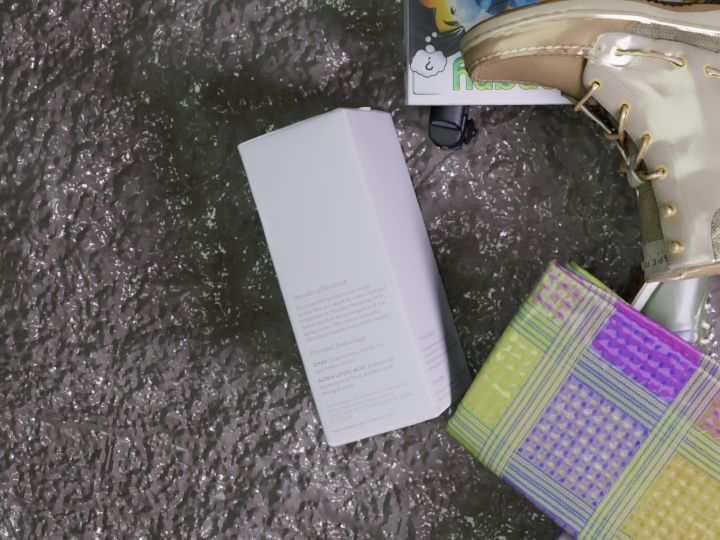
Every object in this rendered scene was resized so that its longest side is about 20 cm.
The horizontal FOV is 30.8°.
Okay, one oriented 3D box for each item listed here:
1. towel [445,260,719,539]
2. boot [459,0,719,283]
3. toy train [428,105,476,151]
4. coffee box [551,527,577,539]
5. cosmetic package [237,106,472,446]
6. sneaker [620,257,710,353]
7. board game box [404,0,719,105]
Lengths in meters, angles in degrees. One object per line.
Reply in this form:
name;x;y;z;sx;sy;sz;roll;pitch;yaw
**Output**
towel;0.164;0.103;0.793;0.199;0.023;0.145;34;108;8
boot;0.156;-0.072;0.754;0.197;0.073;0.158;1;83;-6
toy train;0.069;-0.178;0.848;0.034;0.046;0.203;10;97;16
coffee box;0.119;0.278;0.855;0.114;0.080;0.201;38;104;11
cosmetic package;0.000;0.000;0.852;0.080;0.113;0.202;-19;88;17
sneaker;0.192;0.061;0.826;0.089;0.067;0.202;30;103;4
board game box;0.125;-0.167;0.809;0.197;0.035;0.128;-1;98;1
